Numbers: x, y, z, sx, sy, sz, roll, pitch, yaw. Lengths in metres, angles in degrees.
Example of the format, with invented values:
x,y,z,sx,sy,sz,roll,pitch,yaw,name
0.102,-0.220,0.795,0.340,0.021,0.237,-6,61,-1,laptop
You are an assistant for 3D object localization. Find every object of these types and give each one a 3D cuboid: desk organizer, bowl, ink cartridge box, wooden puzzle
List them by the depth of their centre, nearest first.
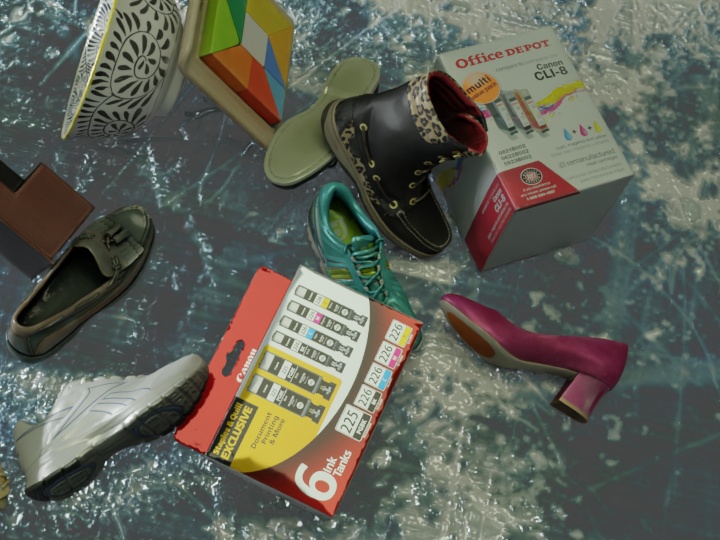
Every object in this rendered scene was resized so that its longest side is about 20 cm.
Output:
x,y,z,sx,sy,sz,roll,pitch,yaw,name
-0.062,0.107,1.133,0.175,0.084,0.200,25,77,3,ink cartridge box
-0.365,-0.090,1.166,0.200,0.072,0.077,42,59,-16,desk organizer
-0.231,-0.216,1.233,0.094,0.201,0.201,18,60,-20,bowl
-0.120,-0.241,1.266,0.037,0.200,0.186,-9,60,24,wooden puzzle
0.167,-0.131,1.287,0.145,0.145,0.200,-17,67,-18,ink cartridge box

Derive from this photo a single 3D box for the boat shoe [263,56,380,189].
x,y,z,sx,sy,sz,roll,pitch,yaw,name
-0.039,-0.147,1.302,0.074,0.066,0.200,18,55,14,boat shoe

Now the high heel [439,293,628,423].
x,y,z,sx,sy,sz,roll,pitch,yaw,name
0.180,0.063,1.230,0.200,0.067,0.096,35,72,2,high heel

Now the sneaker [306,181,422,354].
x,y,z,sx,sy,sz,roll,pitch,yaw,name
0.000,0.000,1.226,0.077,0.080,0.200,-23,72,-20,sneaker

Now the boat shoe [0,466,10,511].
x,y,z,sx,sy,sz,roll,pitch,yaw,name
-0.351,0.197,1.071,0.074,0.076,0.201,14,70,-9,boat shoe

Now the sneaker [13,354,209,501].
x,y,z,sx,sy,sz,roll,pitch,yaw,name
-0.234,0.129,1.111,0.200,0.075,0.087,-30,64,-12,sneaker

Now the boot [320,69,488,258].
x,y,z,sx,sy,sz,roll,pitch,yaw,name
0.066,-0.108,1.218,0.200,0.150,0.073,56,47,-16,boot

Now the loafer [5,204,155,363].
x,y,z,sx,sy,sz,roll,pitch,yaw,name
-0.270,0.006,1.181,0.072,0.063,0.200,34,63,7,loafer
